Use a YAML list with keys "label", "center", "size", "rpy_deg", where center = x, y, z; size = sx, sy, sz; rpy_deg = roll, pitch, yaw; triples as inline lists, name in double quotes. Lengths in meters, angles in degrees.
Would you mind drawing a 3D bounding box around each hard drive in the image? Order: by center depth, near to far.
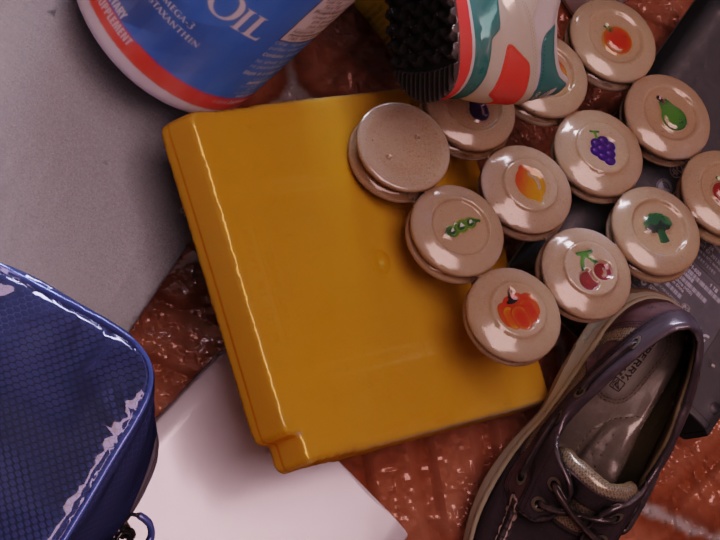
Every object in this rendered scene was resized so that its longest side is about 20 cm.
- label: "hard drive"
  center: [-0.166, -0.067, 1.322]
  size: [0.200, 0.033, 0.140]
  rpy_deg: [38, 75, -18]
- label: "hard drive"
  center: [-0.088, 0.155, 1.336]
  size: [0.132, 0.025, 0.200]
  rpy_deg: [46, 68, -5]
- label: "hard drive"
  center: [0.183, -0.031, 1.457]
  size: [0.140, 0.033, 0.200]
  rpy_deg: [43, 65, -15]

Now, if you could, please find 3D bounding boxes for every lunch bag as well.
- label: "lunch bag"
  center: [-0.183, 0.076, 1.257]
  size: [0.200, 0.132, 0.136]
  rpy_deg: [31, 70, 6]

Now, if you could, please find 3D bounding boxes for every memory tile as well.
- label: "memory tile"
  center: [0.102, -0.049, 1.380]
  size: [0.200, 0.017, 0.154]
  rpy_deg: [-28, 78, -30]

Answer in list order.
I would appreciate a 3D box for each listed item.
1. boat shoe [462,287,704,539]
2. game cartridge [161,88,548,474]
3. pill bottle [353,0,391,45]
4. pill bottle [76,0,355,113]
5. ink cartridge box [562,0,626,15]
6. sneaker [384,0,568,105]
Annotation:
- label: "boat shoe"
  center: [0.112, 0.103, 1.373]
  size: [0.072, 0.065, 0.200]
  rpy_deg: [30, 90, -11]
- label: "game cartridge"
  center: [0.000, 0.000, 1.354]
  size: [0.200, 0.032, 0.177]
  rpy_deg: [-10, 81, -47]
- label: "pill bottle"
  center: [0.008, -0.212, 1.405]
  size: [0.112, 0.112, 0.200]
  rpy_deg: [-40, 93, -23]
- label: "pill bottle"
  center: [-0.035, -0.172, 1.283]
  size: [0.112, 0.200, 0.112]
  rpy_deg: [32, 35, -26]
- label: "ink cartridge box"
  center: [0.195, -0.225, 1.457]
  size: [0.200, 0.146, 0.084]
  rpy_deg: [-33, 90, -22]
- label: "sneaker"
  center: [0.065, -0.175, 1.332]
  size: [0.093, 0.070, 0.201]
  rpy_deg: [6, 78, -33]
